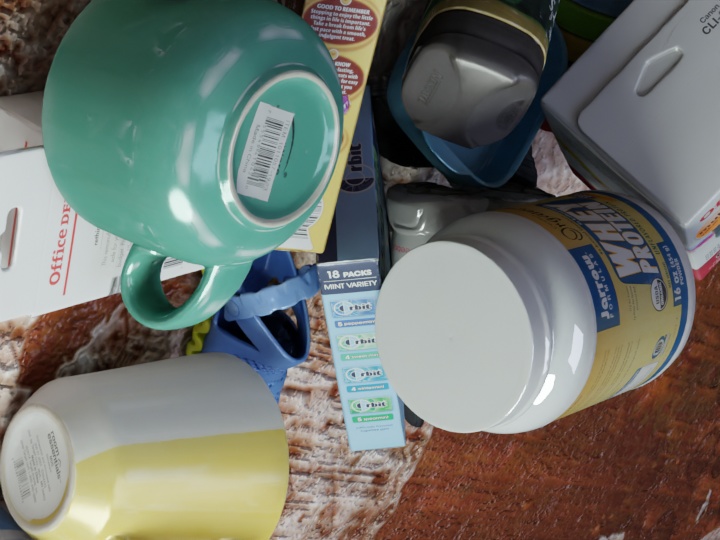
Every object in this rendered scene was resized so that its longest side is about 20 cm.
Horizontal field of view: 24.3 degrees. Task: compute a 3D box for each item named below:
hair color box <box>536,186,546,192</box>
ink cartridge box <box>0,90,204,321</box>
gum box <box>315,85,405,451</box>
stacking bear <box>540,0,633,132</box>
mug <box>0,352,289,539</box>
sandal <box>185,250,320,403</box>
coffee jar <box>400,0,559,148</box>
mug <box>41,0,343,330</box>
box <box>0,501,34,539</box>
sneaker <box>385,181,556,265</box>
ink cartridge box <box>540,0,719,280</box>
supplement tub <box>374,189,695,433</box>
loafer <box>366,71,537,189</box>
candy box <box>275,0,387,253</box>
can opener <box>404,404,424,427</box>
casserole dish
[{"bbox_3d":[0.155,-0.001,1.341,0.061,0.200,0.099,11,109,-56],"label":"hair color box"},{"bbox_3d":[-0.163,-0.048,0.998,0.200,0.067,0.116,-16,129,-46],"label":"ink cartridge box"},{"bbox_3d":[0.000,0.000,1.182,0.044,0.170,0.200,-6,137,4],"label":"gum box"},{"bbox_3d":[0.178,-0.197,1.299,0.114,0.121,0.200,-22,142,-45],"label":"stacking bear"},{"bbox_3d":[-0.140,0.134,1.095,0.153,0.186,0.150,4,107,-45],"label":"mug"},{"bbox_3d":[-0.072,0.046,1.186,0.079,0.087,0.200,-32,142,-36],"label":"sandal"},{"bbox_3d":[0.090,-0.184,1.121,0.104,0.085,0.200,120,-11,-59],"label":"coffee jar"},{"bbox_3d":[-0.078,-0.068,0.930,0.152,0.114,0.185,-44,136,-30],"label":"mug"},{"bbox_3d":[-0.201,0.228,1.145,0.200,0.112,0.101,9,110,-57],"label":"box"},{"bbox_3d":[0.088,-0.015,1.238,0.200,0.078,0.100,-2,105,-43],"label":"sneaker"},{"bbox_3d":[0.243,-0.106,1.243,0.145,0.145,0.200,-47,162,2],"label":"ink cartridge box"},{"bbox_3d":[0.118,0.027,1.110,0.200,0.145,0.145,-14,128,-50],"label":"supplement tub"},{"bbox_3d":[0.062,-0.115,1.261,0.200,0.073,0.072,25,58,-51],"label":"loafer"},{"bbox_3d":[-0.038,-0.126,1.045,0.056,0.117,0.200,3,120,-19],"label":"candy box"},{"bbox_3d":[0.054,0.039,1.341,0.063,0.079,0.200,-10,123,-28],"label":"can opener"},{"bbox_3d":[0.081,-0.142,1.198,0.121,0.039,0.200,47,51,-22],"label":"casserole dish"}]
